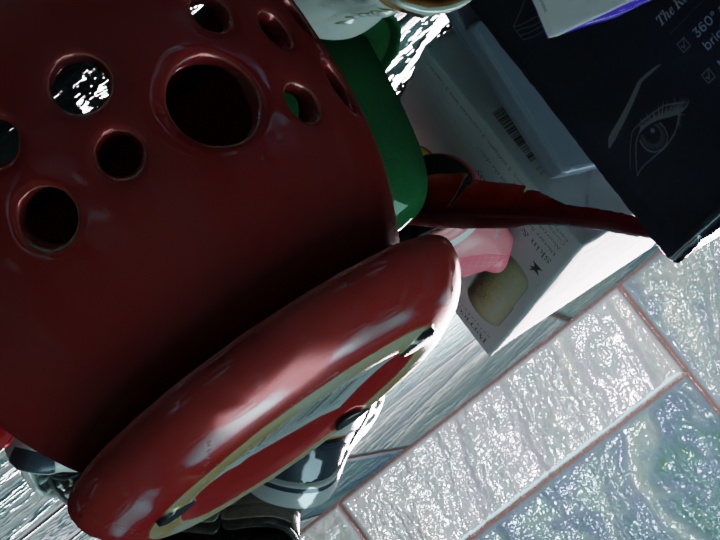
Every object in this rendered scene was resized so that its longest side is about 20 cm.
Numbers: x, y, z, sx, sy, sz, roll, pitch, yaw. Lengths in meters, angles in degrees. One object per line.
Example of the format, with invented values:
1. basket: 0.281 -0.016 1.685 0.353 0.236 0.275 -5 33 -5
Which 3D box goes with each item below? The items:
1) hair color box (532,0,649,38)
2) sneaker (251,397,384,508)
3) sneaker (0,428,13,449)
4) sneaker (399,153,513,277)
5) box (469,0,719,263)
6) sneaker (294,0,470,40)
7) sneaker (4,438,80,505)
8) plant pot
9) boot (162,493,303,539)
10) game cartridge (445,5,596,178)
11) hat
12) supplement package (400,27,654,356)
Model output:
1. hair color box: 0.143 -0.181 0.667 0.200 0.109 0.065 -21 -178 44
2. sneaker: -0.023 0.063 1.034 0.200 0.078 0.079 -77 176 -67
3. sneaker: -0.204 0.091 0.932 0.115 0.078 0.200 -32 169 -21
4. sneaker: 0.000 0.000 1.013 0.200 0.074 0.087 -16 141 31
5. box: 0.173 -0.148 0.795 0.117 0.200 0.197 -25 164 -46
6. sneaker: 0.006 -0.122 0.690 0.073 0.085 0.200 -37 171 -8
7. sneaker: -0.180 0.111 1.058 0.200 0.073 0.071 59 46 -70
8. plant pot: -0.077 -0.006 0.662 0.200 0.183 0.200 -34 171 -6
9. boot: -0.109 0.134 1.147 0.200 0.068 0.131 -3 -140 33
10. game cartridge: 0.159 -0.144 0.948 0.200 0.133 0.042 -34 -170 -14
11. hat: 0.009 -0.019 0.871 0.200 0.176 0.166 -41 168 19
12. supplement package: 0.118 -0.072 1.068 0.151 0.152 0.200 -33 169 -21
